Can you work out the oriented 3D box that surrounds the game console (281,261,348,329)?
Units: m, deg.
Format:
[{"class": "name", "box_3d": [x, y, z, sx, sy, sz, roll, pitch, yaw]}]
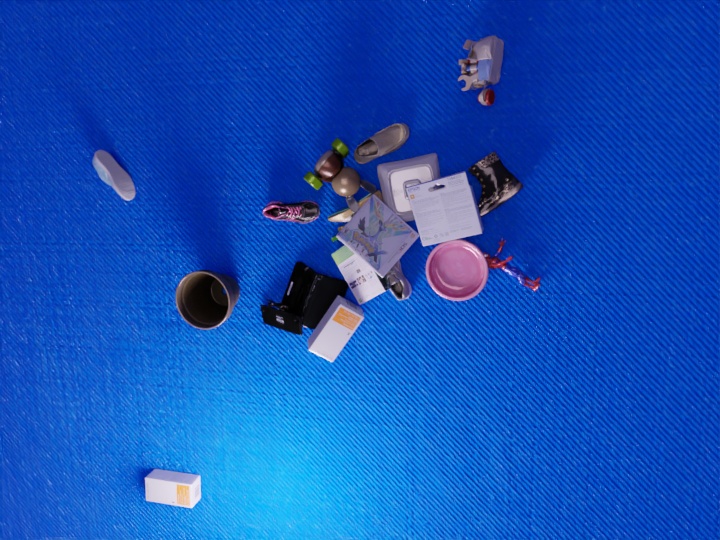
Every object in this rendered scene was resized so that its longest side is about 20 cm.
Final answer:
[{"class": "game console", "box_3d": [-0.166, 0.093, 1.791, 0.176, 0.116, 0.201, 30, 105, 36]}]

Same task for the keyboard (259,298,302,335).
[{"class": "keyboard", "box_3d": [-0.268, 0.155, 1.782, 0.199, 0.040, 0.105, 12, 117, 36]}]

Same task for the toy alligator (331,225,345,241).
[{"class": "toy alligator", "box_3d": [-0.011, -0.134, 1.705, 0.199, 0.054, 0.060, -19, 95, 14]}]

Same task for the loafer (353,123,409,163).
[{"class": "loafer", "box_3d": [0.065, -0.404, 1.640, 0.199, 0.068, 0.076, -30, 92, 14]}]

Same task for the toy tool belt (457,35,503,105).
[{"class": "toy tool belt", "box_3d": [0.353, -0.596, 1.541, 0.123, 0.125, 0.201, 13, 99, 41]}]

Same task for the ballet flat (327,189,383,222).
[{"class": "ballet flat", "box_3d": [-0.014, -0.196, 1.691, 0.199, 0.069, 0.063, -27, 99, 15]}]

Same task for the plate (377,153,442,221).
[{"class": "plate", "box_3d": [0.166, -0.260, 1.647, 0.199, 0.032, 0.201, -11, 98, 4]}]

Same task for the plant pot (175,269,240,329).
[{"class": "plant pot", "box_3d": [-0.509, 0.086, 1.780, 0.199, 0.174, 0.201, 2, 99, 10]}]

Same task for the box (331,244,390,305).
[{"class": "box", "box_3d": [0.000, 0.000, 1.693, 0.144, 0.036, 0.201, -31, 88, 46]}]

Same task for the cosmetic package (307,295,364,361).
[{"class": "cosmetic package", "box_3d": [-0.085, 0.198, 1.740, 0.101, 0.071, 0.200, 29, 105, -19]}]

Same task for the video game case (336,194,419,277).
[{"class": "video game case", "box_3d": [0.055, -0.110, 1.629, 0.200, 0.022, 0.182, 41, 84, 1]}]

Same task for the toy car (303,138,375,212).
[{"class": "toy car", "box_3d": [-0.053, -0.290, 1.644, 0.200, 0.158, 0.164, 41, 94, -4]}]

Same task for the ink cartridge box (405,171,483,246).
[{"class": "ink cartridge box", "box_3d": [0.261, -0.191, 1.587, 0.196, 0.043, 0.201, -11, 106, 26]}]

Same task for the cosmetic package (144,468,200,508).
[{"class": "cosmetic package", "box_3d": [-0.729, 0.846, 1.996, 0.199, 0.071, 0.102, 3, 100, 12]}]

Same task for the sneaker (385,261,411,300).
[{"class": "sneaker", "box_3d": [0.105, 0.008, 1.684, 0.076, 0.092, 0.201, -31, 91, 14]}]

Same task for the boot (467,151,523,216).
[{"class": "boot", "box_3d": [0.384, -0.259, 1.597, 0.200, 0.073, 0.151, -35, 88, 18]}]

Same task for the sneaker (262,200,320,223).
[{"class": "sneaker", "box_3d": [-0.237, -0.196, 1.722, 0.199, 0.095, 0.079, 0, 97, 10]}]

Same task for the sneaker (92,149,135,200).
[{"class": "sneaker", "box_3d": [-0.893, -0.335, 1.857, 0.082, 0.074, 0.200, -25, 99, 44]}]

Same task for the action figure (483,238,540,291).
[{"class": "action figure", "box_3d": [0.481, -0.024, 1.613, 0.199, 0.065, 0.099, 25, 120, 6]}]

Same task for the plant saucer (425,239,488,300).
[{"class": "plant saucer", "box_3d": [0.312, -0.005, 1.651, 0.200, 0.051, 0.202, 5, 105, 17]}]
